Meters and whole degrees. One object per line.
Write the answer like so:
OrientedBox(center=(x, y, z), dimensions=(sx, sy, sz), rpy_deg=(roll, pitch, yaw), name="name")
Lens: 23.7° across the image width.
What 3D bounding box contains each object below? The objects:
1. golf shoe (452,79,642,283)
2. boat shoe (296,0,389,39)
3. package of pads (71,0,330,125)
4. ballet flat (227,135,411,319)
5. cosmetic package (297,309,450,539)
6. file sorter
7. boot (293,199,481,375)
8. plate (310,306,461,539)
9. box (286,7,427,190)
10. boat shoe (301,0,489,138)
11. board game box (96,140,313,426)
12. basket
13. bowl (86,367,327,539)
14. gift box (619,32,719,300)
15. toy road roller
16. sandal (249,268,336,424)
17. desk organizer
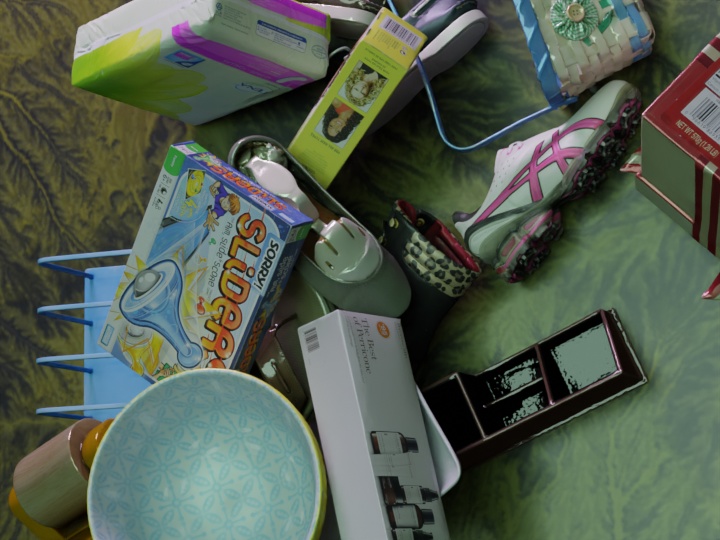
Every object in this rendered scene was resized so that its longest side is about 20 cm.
OrientedBox(center=(0.159, -0.091, 1.479), dimensions=(0.092, 0.073, 0.200), rpy_deg=(42, 98, 22), name="golf shoe")
OrientedBox(center=(-0.066, -0.263, 1.602), dimensions=(0.200, 0.072, 0.060), rpy_deg=(13, 81, 20), name="boat shoe")
OrientedBox(center=(-0.140, -0.199, 1.550), dimensions=(0.200, 0.154, 0.068), rpy_deg=(-15, 68, 42), name="package of pads")
OrientedBox(center=(-0.038, -0.035, 1.427), dimensions=(0.200, 0.064, 0.067), rpy_deg=(44, 77, 12), name="ballet flat")
OrientedBox(center=(0.013, 0.134, 1.372), dimensions=(0.051, 0.083, 0.200), rpy_deg=(-26, 68, 33), name="cosmetic package")
OrientedBox(center=(-0.219, 0.085, 1.583), dimensions=(0.139, 0.123, 0.200), rpy_deg=(-5, 80, 21), name="file sorter")
OrientedBox(center=(0.000, 0.000, 1.516), dimensions=(0.200, 0.073, 0.151), rpy_deg=(44, 113, 18), name="boot")
OrientedBox(center=(-0.012, 0.148, 1.465), dimensions=(0.200, 0.032, 0.200), rpy_deg=(-45, 57, 28), name="plate")
OrientedBox(center=(-0.019, -0.127, 1.477), dimensions=(0.050, 0.075, 0.200), rpy_deg=(33, 124, -3), name="box")
OrientedBox(center=(0.022, -0.184, 1.550), dimensions=(0.200, 0.075, 0.062), rpy_deg=(-40, 71, 11), name="boat shoe")
OrientedBox(center=(-0.133, 0.012, 1.440), dimensions=(0.135, 0.034, 0.200), rpy_deg=(33, 115, 22), name="board game box")
OrientedBox(center=(0.135, -0.215, 1.458), dimensions=(0.200, 0.139, 0.177), rpy_deg=(-24, 83, 13), name="basket")
OrientedBox(center=(-0.110, 0.188, 1.397), dimensions=(0.200, 0.108, 0.200), rpy_deg=(-4, 74, 15), name="bowl")
OrientedBox(center=(0.314, -0.088, 1.350), dimensions=(0.200, 0.187, 0.185), rpy_deg=(-41, 70, -4), name="gift box")
OrientedBox(center=(-0.214, 0.240, 1.458), dimensions=(0.123, 0.146, 0.200), rpy_deg=(-34, 106, 31), name="toy road roller")
OrientedBox(center=(-0.072, 0.098, 1.466), dimensions=(0.080, 0.057, 0.201), rpy_deg=(22, 98, 41), name="sandal")
OrientedBox(center=(0.133, 0.104, 1.458), dimensions=(0.200, 0.077, 0.072), rpy_deg=(-29, 72, 16), name="desk organizer")
